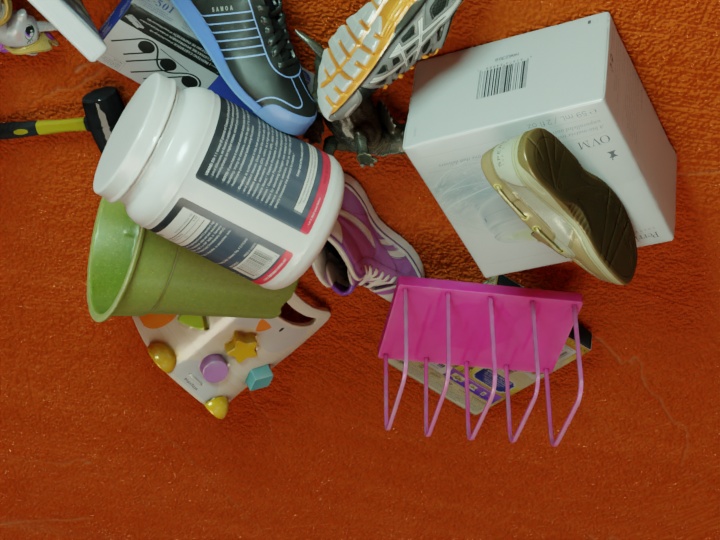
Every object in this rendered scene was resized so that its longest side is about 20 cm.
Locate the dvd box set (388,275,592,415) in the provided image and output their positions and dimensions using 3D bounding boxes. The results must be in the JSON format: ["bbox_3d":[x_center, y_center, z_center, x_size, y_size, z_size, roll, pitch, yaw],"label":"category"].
[{"bbox_3d":[0.145,0.087,1.886,0.146,0.029,0.200,31,137,-23],"label":"dvd box set"}]

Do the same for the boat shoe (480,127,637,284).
[{"bbox_3d":[0.183,-0.056,1.495,0.066,0.074,0.200,-9,136,41],"label":"boat shoe"}]

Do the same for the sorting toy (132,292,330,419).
[{"bbox_3d":[-0.137,0.062,1.892,0.180,0.107,0.200,-33,126,17],"label":"sorting toy"}]

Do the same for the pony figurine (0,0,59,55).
[{"bbox_3d":[-0.389,-0.229,1.538,0.193,0.167,0.200,-24,155,4],"label":"pony figurine"}]

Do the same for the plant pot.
[{"bbox_3d":[-0.166,-0.027,1.724,0.190,0.200,0.200,12,142,-23],"label":"plant pot"}]

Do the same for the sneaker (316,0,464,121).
[{"bbox_3d":[0.035,-0.210,1.484,0.077,0.078,0.200,26,113,-35],"label":"sneaker"}]

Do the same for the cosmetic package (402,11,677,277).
[{"bbox_3d":[0.176,-0.113,1.571,0.199,0.123,0.200,-12,137,26],"label":"cosmetic package"}]

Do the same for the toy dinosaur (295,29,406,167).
[{"bbox_3d":[-0.018,-0.159,1.589,0.077,0.102,0.200,-22,124,34],"label":"toy dinosaur"}]

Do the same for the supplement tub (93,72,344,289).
[{"bbox_3d":[-0.128,-0.082,1.515,0.200,0.140,0.140,28,138,-20],"label":"supplement tub"}]

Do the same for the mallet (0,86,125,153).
[{"bbox_3d":[-0.328,-0.157,1.701,0.200,0.041,0.066,4,122,21],"label":"mallet"}]

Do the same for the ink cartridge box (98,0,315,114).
[{"bbox_3d":[-0.152,-0.199,1.602,0.200,0.044,0.094,28,139,-21],"label":"ink cartridge box"}]

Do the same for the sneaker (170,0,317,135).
[{"bbox_3d":[-0.096,-0.218,1.497,0.078,0.070,0.200,-38,91,34],"label":"sneaker"}]

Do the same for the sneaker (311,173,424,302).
[{"bbox_3d":[-0.001,0.000,1.752,0.073,0.114,0.200,-18,134,28],"label":"sneaker"}]

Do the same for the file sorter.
[{"bbox_3d":[0.128,0.105,1.764,0.200,0.125,0.139,6,143,-7],"label":"file sorter"}]

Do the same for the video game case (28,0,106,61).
[{"bbox_3d":[-0.311,-0.286,1.444,0.023,0.182,0.200,-41,125,5],"label":"video game case"}]
